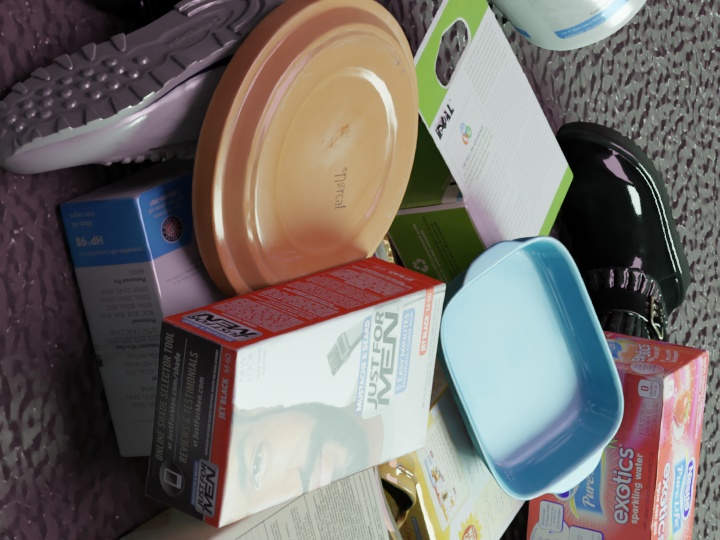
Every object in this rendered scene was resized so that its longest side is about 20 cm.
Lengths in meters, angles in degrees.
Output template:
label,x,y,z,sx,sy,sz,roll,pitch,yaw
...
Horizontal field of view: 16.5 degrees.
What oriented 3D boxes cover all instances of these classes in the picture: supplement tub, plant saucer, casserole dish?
label,x,y,z,sx,sy,sz,roll,pitch,yaw
supplement tub,0.122,-0.265,1.809,0.200,0.131,0.133,44,52,-44
plant saucer,-0.025,-0.068,1.496,0.200,0.032,0.202,-30,129,-44
casserole dish,0.110,0.064,1.714,0.121,0.039,0.201,-35,119,-20

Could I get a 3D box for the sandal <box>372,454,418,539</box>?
label,x,y,z,sx,sy,sz,roll,pitch,yaw
sandal,0.006,0.124,1.639,0.054,0.080,0.201,-21,101,-21

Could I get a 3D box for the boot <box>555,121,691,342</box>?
label,x,y,z,sx,sy,sz,roll,pitch,yaw
boot,0.189,0.007,1.915,0.212,0.079,0.158,58,44,-34

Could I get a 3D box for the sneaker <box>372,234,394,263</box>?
label,x,y,z,sx,sy,sz,roll,pitch,yaw
sneaker,-0.035,-0.043,1.618,0.075,0.089,0.201,-103,176,-49

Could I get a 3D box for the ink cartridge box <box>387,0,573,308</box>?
label,x,y,z,sx,sy,sz,roll,pitch,yaw
ink cartridge box,0.063,-0.092,1.742,0.201,0.075,0.148,61,38,-32

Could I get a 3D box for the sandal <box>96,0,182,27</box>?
label,x,y,z,sx,sy,sz,roll,pitch,yaw
sandal,-0.089,-0.136,1.544,0.200,0.075,0.048,29,57,-50

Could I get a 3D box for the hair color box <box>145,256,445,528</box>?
label,x,y,z,sx,sy,sz,roll,pitch,yaw
hair color box,-0.035,0.068,1.465,0.199,0.064,0.112,-16,119,-49

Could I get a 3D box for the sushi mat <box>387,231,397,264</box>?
label,x,y,z,sx,sy,sz,roll,pitch,yaw
sushi mat,0.000,0.000,1.709,0.095,0.012,0.202,-21,103,-53

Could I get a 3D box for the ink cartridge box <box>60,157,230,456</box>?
label,x,y,z,sx,sy,sz,roll,pitch,yaw
ink cartridge box,-0.103,0.039,1.513,0.116,0.066,0.202,-27,108,-52

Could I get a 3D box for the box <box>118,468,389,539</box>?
label,x,y,z,sx,sy,sz,roll,pitch,yaw
box,-0.070,0.181,1.534,0.200,0.077,0.096,-27,108,-52

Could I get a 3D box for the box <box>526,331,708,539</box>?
label,x,y,z,sx,sy,sz,roll,pitch,yaw
box,0.186,0.155,1.827,0.095,0.102,0.202,-22,118,-60

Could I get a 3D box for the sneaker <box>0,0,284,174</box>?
label,x,y,z,sx,sy,sz,roll,pitch,yaw
sneaker,-0.124,-0.094,1.456,0.199,0.076,0.081,-25,135,-21

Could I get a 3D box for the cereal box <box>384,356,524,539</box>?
label,x,y,z,sx,sy,sz,roll,pitch,yaw
cereal box,0.077,0.123,1.769,0.200,0.039,0.145,-49,132,-46
